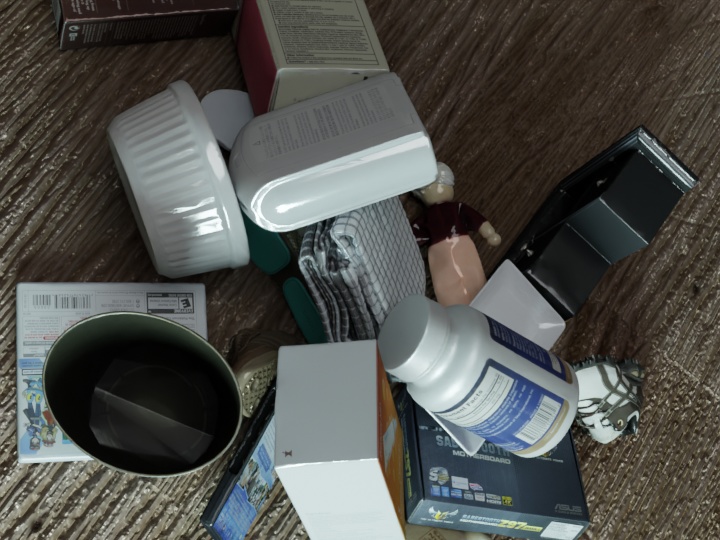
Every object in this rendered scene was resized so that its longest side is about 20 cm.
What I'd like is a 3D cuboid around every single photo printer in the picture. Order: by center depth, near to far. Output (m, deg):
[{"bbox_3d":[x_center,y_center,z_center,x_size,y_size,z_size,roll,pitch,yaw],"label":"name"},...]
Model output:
[{"bbox_3d":[-0.035,-0.117,1.222,0.198,0.167,0.070,-19,123,-1],"label":"photo printer"}]

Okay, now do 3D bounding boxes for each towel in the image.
[{"bbox_3d":[0.000,0.000,1.284,0.166,0.085,0.201,-75,148,-50],"label":"towel"}]

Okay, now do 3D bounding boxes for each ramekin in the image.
[{"bbox_3d":[-0.192,-0.086,1.256,0.093,0.202,0.204,-20,82,-11],"label":"ramekin"}]

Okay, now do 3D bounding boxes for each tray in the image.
[{"bbox_3d":[0.136,0.093,1.329,0.107,0.022,0.200,46,64,-10],"label":"tray"}]

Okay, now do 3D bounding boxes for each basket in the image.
[{"bbox_3d":[-0.196,0.129,1.150,0.179,0.200,0.137,21,76,1],"label":"basket"}]

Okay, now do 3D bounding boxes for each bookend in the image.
[{"bbox_3d":[0.254,-0.036,1.391,0.092,0.199,0.200,41,67,-4],"label":"bookend"}]

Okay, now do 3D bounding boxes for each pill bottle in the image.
[{"bbox_3d":[0.116,0.103,1.228,0.199,0.111,0.112,29,66,-28],"label":"pill bottle"}]

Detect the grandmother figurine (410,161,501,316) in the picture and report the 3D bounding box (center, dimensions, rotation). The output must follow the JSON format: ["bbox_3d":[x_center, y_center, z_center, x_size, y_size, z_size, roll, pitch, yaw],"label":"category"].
[{"bbox_3d":[0.100,-0.031,1.409,0.120,0.061,0.202,-11,73,-1],"label":"grandmother figurine"}]

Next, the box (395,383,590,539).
[{"bbox_3d":[0.142,0.207,1.332,0.198,0.051,0.159,12,44,-16],"label":"box"}]

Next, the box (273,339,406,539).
[{"bbox_3d":[-0.016,0.172,1.180,0.096,0.201,0.125,-5,56,7],"label":"box"}]

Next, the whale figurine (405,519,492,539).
[{"bbox_3d":[0.053,0.321,1.287,0.159,0.104,0.199,42,41,18],"label":"whale figurine"}]

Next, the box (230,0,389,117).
[{"bbox_3d":[-0.061,-0.247,1.349,0.126,0.109,0.201,-3,51,-19],"label":"box"}]

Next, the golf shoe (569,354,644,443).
[{"bbox_3d":[0.267,0.146,1.374,0.199,0.077,0.096,9,73,-48],"label":"golf shoe"}]

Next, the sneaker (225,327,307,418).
[{"bbox_3d":[-0.111,0.098,1.243,0.075,0.200,0.071,25,97,13],"label":"sneaker"}]

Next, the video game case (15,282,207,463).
[{"bbox_3d":[-0.256,0.103,1.269,0.198,0.022,0.184,1,75,-20],"label":"video game case"}]

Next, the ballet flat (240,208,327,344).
[{"bbox_3d":[-0.070,-0.006,1.349,0.201,0.068,0.075,56,44,-4],"label":"ballet flat"}]

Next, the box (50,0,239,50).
[{"bbox_3d":[-0.245,-0.314,1.362,0.198,0.075,0.101,-9,78,-20],"label":"box"}]

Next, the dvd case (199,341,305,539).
[{"bbox_3d":[-0.098,0.183,1.236,0.017,0.143,0.201,23,69,14],"label":"dvd case"}]

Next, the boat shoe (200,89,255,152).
[{"bbox_3d":[-0.092,-0.135,1.370,0.198,0.066,0.072,24,68,7],"label":"boat shoe"}]
